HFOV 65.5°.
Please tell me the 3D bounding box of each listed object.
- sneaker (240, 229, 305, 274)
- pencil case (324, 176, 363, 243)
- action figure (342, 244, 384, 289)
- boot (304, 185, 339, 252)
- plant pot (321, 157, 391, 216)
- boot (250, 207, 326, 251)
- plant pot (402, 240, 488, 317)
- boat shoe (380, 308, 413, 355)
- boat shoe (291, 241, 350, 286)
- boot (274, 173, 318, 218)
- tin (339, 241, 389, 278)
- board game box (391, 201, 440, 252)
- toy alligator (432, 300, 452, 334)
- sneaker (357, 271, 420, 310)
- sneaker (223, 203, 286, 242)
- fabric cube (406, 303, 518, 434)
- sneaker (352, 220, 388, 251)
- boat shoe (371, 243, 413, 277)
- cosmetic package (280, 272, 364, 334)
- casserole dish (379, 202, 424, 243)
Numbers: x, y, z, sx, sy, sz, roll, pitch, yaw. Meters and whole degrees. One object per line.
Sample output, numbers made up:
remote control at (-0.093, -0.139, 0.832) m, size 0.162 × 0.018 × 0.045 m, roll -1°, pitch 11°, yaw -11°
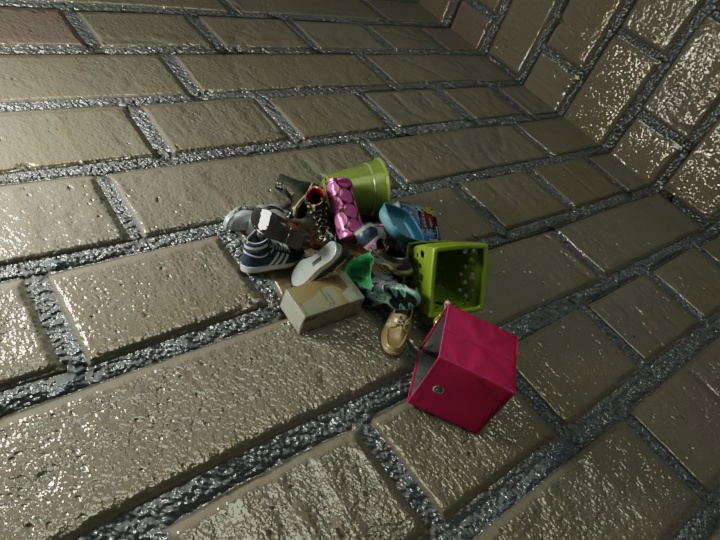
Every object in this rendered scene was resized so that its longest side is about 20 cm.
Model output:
sneaker at (-0.233, -0.062, 1.532) m, size 0.199 × 0.109 × 0.070 m, roll -15°, pitch 38°, yaw -36°
pencil case at (-0.042, -0.182, 1.668) m, size 0.093 × 0.091 × 0.202 m, roll -13°, pitch 77°, yaw -10°
action figure at (0.000, 0.000, 1.546) m, size 0.054 × 0.200 × 0.119 m, roll 14°, pitch 80°, yaw -25°
boot at (-0.112, -0.139, 1.639) m, size 0.072 × 0.151 × 0.201 m, roll -12°, pitch 43°, yaw 4°
plant pot at (-0.023, -0.258, 1.808) m, size 0.188 × 0.201 × 0.201 m, roll -7°, pitch 49°, yaw -16°
boot at (-0.183, -0.105, 1.521) m, size 0.187 × 0.069 × 0.200 m, roll 21°, pitch 4°, yaw 19°
plant pot at (0.231, 0.009, 1.606) m, size 0.198 × 0.201 × 0.181 m, roll -4°, pitch 13°, yaw -28°
boat shoe at (0.103, 0.143, 1.521) m, size 0.071 × 0.065 × 0.201 m, roll 21°, pitch 41°, yaw -4°
boat shoe at (-0.107, -0.007, 1.496) m, size 0.063 × 0.199 × 0.071 m, roll 19°, pitch 52°, yaw -41°
boot at (-0.224, -0.236, 1.764) m, size 0.137 × 0.078 × 0.200 m, roll 20°, pitch 28°, yaw 1°
tin at (0.020, -0.041, 1.696) m, size 0.200 × 0.042 × 0.112 m, roll 40°, pitch 39°, yaw 17°
board game box at (0.178, -0.106, 1.784) m, size 0.199 × 0.061 × 0.202 m, roll 3°, pitch 73°, yaw -48°
toy alligator at (0.215, 0.151, 1.491) m, size 0.054 × 0.201 × 0.059 m, roll -33°, pitch 56°, yaw -16°
sneaker at (0.096, 0.043, 1.559) m, size 0.198 × 0.078 × 0.140 m, roll 6°, pitch 31°, yaw 31°
sneaker at (-0.286, -0.130, 1.609) m, size 0.199 × 0.076 × 0.115 m, roll -14°, pitch 51°, yaw -40°
fabric cube at (0.254, 0.245, 1.390) m, size 0.198 × 0.197 × 0.201 m, roll 25°, pitch 40°, yaw -2°
sneaker at (0.050, -0.092, 1.594) m, size 0.082 × 0.070 × 0.200 m, roll 58°, pitch 30°, yaw 9°
boat shoe at (0.089, -0.046, 1.609) m, size 0.071 × 0.067 × 0.201 m, roll -10°, pitch 27°, yaw -25°
cosmetic package at (-0.100, 0.083, 1.481) m, size 0.199 × 0.071 × 0.105 m, roll -18°, pitch 57°, yaw -38°
casserole dish at (0.117, -0.130, 1.627) m, size 0.199 × 0.039 × 0.122 m, roll 10°, pitch 48°, yaw -58°
